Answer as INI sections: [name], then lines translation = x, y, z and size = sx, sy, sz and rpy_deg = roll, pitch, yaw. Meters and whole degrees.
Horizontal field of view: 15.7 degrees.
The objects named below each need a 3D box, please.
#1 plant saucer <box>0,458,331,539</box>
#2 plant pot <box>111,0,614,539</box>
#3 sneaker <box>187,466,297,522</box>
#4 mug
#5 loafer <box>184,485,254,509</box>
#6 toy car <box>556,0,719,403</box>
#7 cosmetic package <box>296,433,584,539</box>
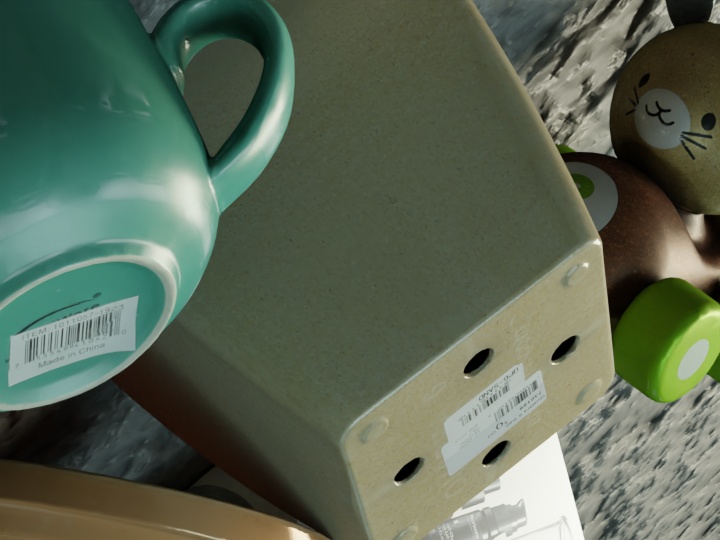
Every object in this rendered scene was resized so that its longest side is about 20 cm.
[plant saucer]
translation = -0.109, 0.116, 1.122
size = 0.200, 0.199, 0.033
rpy_deg = 36, 62, -62
[plant pot]
translation = 0.000, 0.000, 1.105
size = 0.199, 0.177, 0.200
rpy_deg = -37, 151, -13
[sneaker]
translation = -0.037, 0.132, 1.342
size = 0.200, 0.085, 0.073
rpy_deg = -43, 154, 2
[mug]
translation = -0.117, -0.030, 0.938
size = 0.185, 0.115, 0.152
rpy_deg = -41, 150, 20
[loafer]
translation = -0.124, 0.194, 1.300
size = 0.200, 0.075, 0.070
rpy_deg = -54, -175, 12
[toy car]
translation = 0.151, -0.065, 1.250
size = 0.157, 0.164, 0.201
rpy_deg = 0, 120, -53
[cosmetic package]
translation = 0.035, 0.101, 1.283
size = 0.052, 0.201, 0.150
rpy_deg = -16, 178, 42
